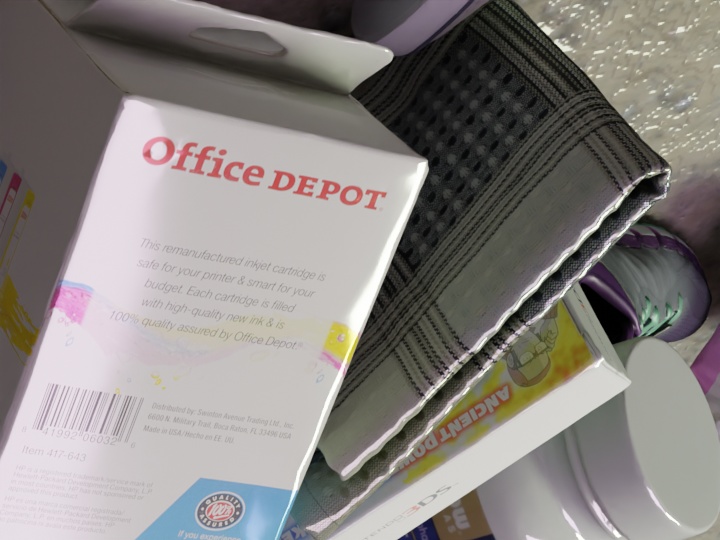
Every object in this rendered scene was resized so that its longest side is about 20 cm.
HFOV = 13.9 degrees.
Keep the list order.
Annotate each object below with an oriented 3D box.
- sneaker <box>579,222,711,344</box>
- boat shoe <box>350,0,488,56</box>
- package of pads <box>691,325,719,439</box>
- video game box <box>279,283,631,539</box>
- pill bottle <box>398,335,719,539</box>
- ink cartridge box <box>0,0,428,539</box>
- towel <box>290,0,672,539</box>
[{"bbox_3d":[0.114,0.021,1.407,0.074,0.088,0.200,-39,146,22],"label":"sneaker"},{"bbox_3d":[0.077,-0.151,1.138,0.065,0.072,0.200,27,115,-30],"label":"boat shoe"},{"bbox_3d":[0.260,0.036,1.504,0.199,0.076,0.121,-13,147,-40],"label":"package of pads"},{"bbox_3d":[-0.011,0.022,1.228,0.199,0.183,0.047,-34,150,15],"label":"video game box"},{"bbox_3d":[0.056,0.099,1.336,0.199,0.121,0.119,-20,154,30],"label":"pill bottle"},{"bbox_3d":[-0.077,-0.010,1.071,0.128,0.125,0.201,11,110,-33],"label":"ink cartridge box"},{"bbox_3d":[0.006,-0.016,1.152,0.200,0.193,0.034,-47,130,8],"label":"towel"}]
